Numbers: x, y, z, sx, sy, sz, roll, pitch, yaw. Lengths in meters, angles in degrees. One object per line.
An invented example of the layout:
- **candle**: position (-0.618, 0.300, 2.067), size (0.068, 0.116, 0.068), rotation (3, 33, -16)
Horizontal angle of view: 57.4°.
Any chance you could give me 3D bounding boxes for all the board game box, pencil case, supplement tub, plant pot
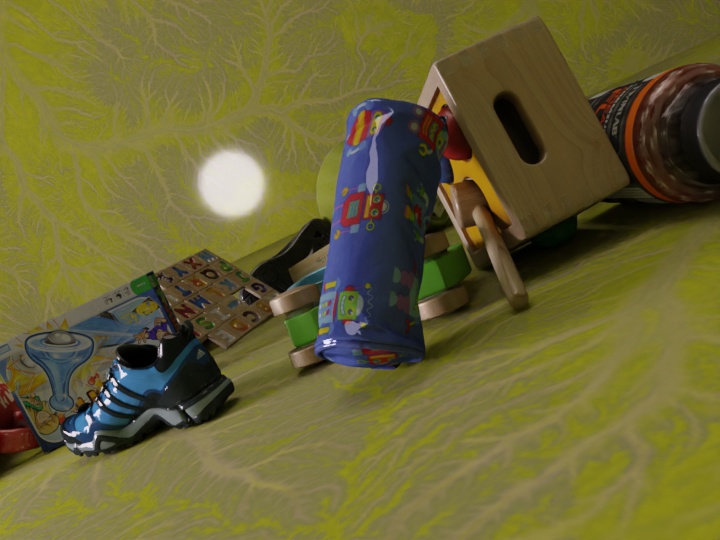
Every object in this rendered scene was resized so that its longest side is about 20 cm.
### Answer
- **board game box**: position (-0.302, 0.105, 0.760), size (0.199, 0.136, 0.034), rotation (-26, 8, -1)
- **pencil case**: position (0.018, -0.026, 0.481), size (0.077, 0.202, 0.087), rotation (-4, -23, 29)
- **supplement tub**: position (0.251, -0.109, 0.543), size (0.106, 0.108, 0.200), rotation (-26, 8, -4)
- **plant pot**: position (0.060, -0.124, 1.064), size (0.186, 0.189, 0.199), rotation (-30, 24, -31)

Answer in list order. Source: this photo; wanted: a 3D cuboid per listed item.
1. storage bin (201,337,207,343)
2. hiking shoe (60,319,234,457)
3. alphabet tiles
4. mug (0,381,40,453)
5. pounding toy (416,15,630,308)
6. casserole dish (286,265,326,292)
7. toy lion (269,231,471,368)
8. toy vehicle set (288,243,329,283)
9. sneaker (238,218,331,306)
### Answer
- **storage bin**: position (-0.329, 0.103, 0.998), size (0.197, 0.094, 0.200), rotation (-25, 8, 4)
- **hiking shoe**: position (-0.210, 0.110, 0.618), size (0.199, 0.087, 0.074), rotation (-22, 9, 21)
- **alphabet tiles**: position (-0.216, 0.039, 0.928), size (0.200, 0.166, 0.008), rotation (-38, -26, -58)
- **mug**: position (-0.486, 0.210, 0.818), size (0.134, 0.176, 0.200), rotation (-63, 11, -8)
- **pounding toy**: position (0.122, -0.078, 0.571), size (0.141, 0.201, 0.184), rotation (-26, -6, -7)
- **casserole dish**: position (0.000, 0.000, 0.852), size (0.198, 0.039, 0.121), rotation (-24, 8, 5)
- **toy lion**: position (0.014, 0.021, 0.634), size (0.199, 0.069, 0.192), rotation (-22, 1, 20)
- **toy vehicle set**: position (-0.006, -0.036, 0.976), size (0.124, 0.027, 0.199), rotation (-20, -5, -42)
- **sneaker**: position (-0.124, 0.007, 1.084), size (0.200, 0.076, 0.114), rotation (-50, -2, -31)
